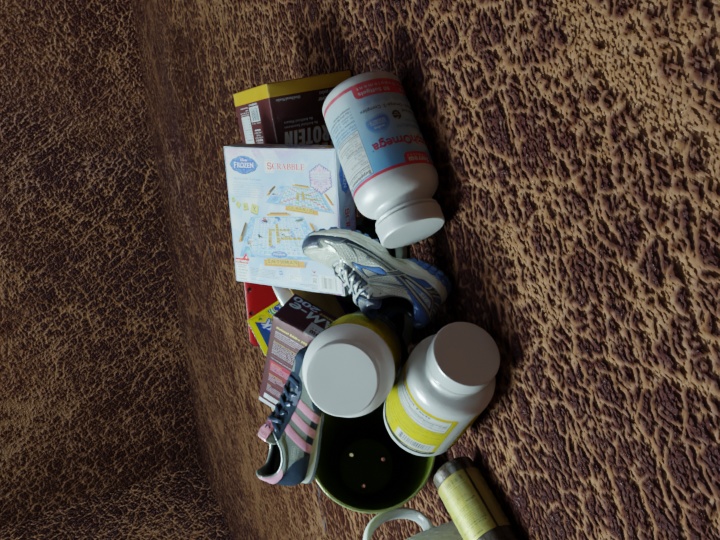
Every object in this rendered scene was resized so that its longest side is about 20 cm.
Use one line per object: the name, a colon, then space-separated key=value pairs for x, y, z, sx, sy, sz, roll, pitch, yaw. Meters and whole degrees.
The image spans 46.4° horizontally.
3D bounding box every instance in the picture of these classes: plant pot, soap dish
plant pot: x=0.011 y=0.290 z=1.299 sx=0.200 sy=0.186 sz=0.188 roll=97 pitch=153 yaw=-68
soap dish: x=-0.066 y=0.070 z=1.333 sx=0.201 sy=0.081 sz=0.157 roll=61 pitch=176 yaw=-19

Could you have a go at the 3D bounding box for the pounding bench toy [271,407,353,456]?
pounding bench toy: x=-0.088 y=0.241 z=1.506 sx=0.156 sy=0.124 sz=0.201 roll=68 pitch=177 yaw=-61

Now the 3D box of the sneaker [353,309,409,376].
sneaker: x=0.044 y=0.143 z=1.186 sx=0.201 sy=0.074 sz=0.081 roll=57 pitch=167 yaw=-3

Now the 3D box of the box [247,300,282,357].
box: x=-0.122 y=0.123 z=1.395 sx=0.070 sy=0.064 sz=0.200 roll=59 pitch=177 yaw=22

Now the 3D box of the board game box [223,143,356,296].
board game box: x=-0.097 y=-0.075 z=1.175 sx=0.199 sy=0.041 sz=0.201 roll=7 pitch=108 yaw=33

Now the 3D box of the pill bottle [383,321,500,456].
pill bottle: x=0.101 y=0.145 z=1.034 sx=0.200 sy=0.111 sz=0.112 roll=112 pitch=139 yaw=-57

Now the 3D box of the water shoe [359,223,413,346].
water shoe: x=0.025 y=0.028 z=1.203 sx=0.071 sy=0.078 sz=0.201 roll=-145 pitch=45 yaw=-61

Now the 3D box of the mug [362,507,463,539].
mug: x=0.079 y=0.426 z=1.179 sx=0.148 sy=0.174 sz=0.201 roll=100 pitch=149 yaw=-47

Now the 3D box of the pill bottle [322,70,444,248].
pill bottle: x=0.032 y=-0.135 z=1.040 sx=0.109 sy=0.108 sz=0.201 roll=124 pitch=129 yaw=-64

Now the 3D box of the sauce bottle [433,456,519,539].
sauce bottle: x=0.161 y=0.333 z=1.062 sx=0.065 sy=0.064 sz=0.200 roll=98 pitch=152 yaw=-45

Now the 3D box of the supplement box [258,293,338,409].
supplement box: x=-0.083 y=0.141 z=1.249 sx=0.108 sy=0.061 sz=0.201 roll=29 pitch=136 yaw=13

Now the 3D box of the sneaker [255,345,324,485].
sneaker: x=-0.098 y=0.203 z=1.155 sx=0.070 sy=0.082 sz=0.201 roll=21 pitch=108 yaw=62

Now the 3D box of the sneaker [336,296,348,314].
sneaker: x=-0.077 y=0.009 z=1.426 sx=0.070 sy=0.099 sz=0.201 roll=-4 pitch=103 yaw=69

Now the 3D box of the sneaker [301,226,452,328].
sneaker: x=0.011 y=0.011 z=1.058 sx=0.077 sy=0.199 sz=0.086 roll=91 pitch=-158 yaw=-66

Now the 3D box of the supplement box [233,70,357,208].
supplement box: x=-0.092 y=-0.189 z=1.296 sx=0.197 sy=0.132 sz=0.201 roll=-164 pitch=62 yaw=-66

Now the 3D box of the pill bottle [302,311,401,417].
pill bottle: x=-0.010 y=0.116 z=1.039 sx=0.200 sy=0.112 sz=0.113 roll=-25 pitch=-78 yaw=-83

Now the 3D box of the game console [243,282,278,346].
game console: x=-0.146 y=0.009 z=1.522 sx=0.173 sy=0.118 sz=0.201 roll=-96 pitch=5 yaw=-58

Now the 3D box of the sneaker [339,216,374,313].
sneaker: x=0.000 y=0.000 z=1.260 sx=0.201 sy=0.075 sz=0.080 roll=87 pitch=168 yaw=-53
